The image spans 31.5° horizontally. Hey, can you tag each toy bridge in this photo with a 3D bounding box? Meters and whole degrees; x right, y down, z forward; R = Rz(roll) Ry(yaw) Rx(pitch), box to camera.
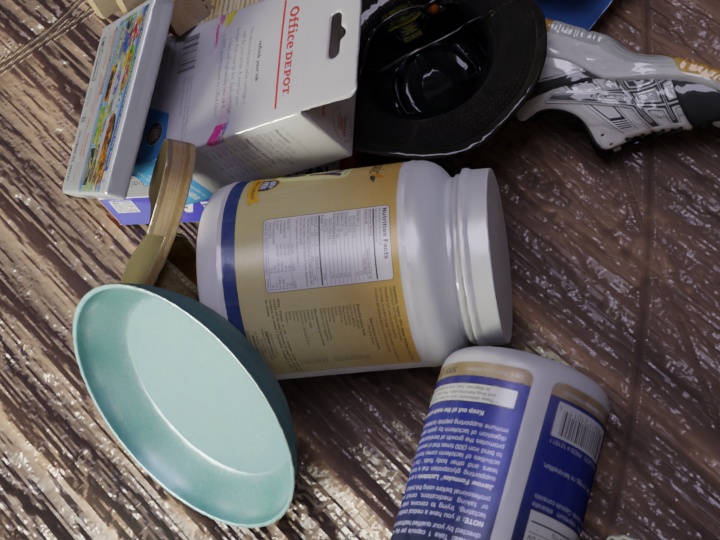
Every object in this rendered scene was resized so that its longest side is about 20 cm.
[{"bbox_3d":[-0.163,-0.225,1.026,0.067,0.027,0.200,-39,29,-14],"label":"toy bridge"}]

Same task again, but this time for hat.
[{"bbox_3d":[0.053,-0.142,0.961,0.200,0.081,0.201,-10,55,15],"label":"hat"}]

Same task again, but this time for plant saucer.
[{"bbox_3d":[-0.113,0.086,0.873,0.200,0.200,0.036,29,47,24],"label":"plant saucer"}]

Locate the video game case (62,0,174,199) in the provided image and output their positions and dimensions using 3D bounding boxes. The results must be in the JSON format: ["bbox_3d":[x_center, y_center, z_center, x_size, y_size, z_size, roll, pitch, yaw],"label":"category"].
[{"bbox_3d":[-0.188,-0.125,0.973,0.018,0.200,0.143,15,88,-21],"label":"video game case"}]

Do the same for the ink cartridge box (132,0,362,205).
[{"bbox_3d":[-0.068,-0.130,0.923,0.200,0.068,0.115,-13,59,30],"label":"ink cartridge box"}]

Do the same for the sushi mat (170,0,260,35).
[{"bbox_3d":[-0.105,-0.244,1.054,0.095,0.012,0.200,-2,61,13],"label":"sushi mat"}]

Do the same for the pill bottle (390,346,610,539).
[{"bbox_3d":[0.082,0.159,0.814,0.116,0.116,0.200,12,69,19],"label":"pill bottle"}]

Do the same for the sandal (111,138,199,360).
[{"bbox_3d":[-0.132,0.002,0.930,0.070,0.212,0.078,11,39,-17],"label":"sandal"}]

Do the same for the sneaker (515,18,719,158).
[{"bbox_3d":[0.208,-0.121,0.946,0.200,0.076,0.088,18,101,12],"label":"sneaker"}]

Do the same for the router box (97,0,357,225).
[{"bbox_3d":[-0.099,-0.130,1.033,0.200,0.049,0.180,-3,65,14],"label":"router box"}]

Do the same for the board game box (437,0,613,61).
[{"bbox_3d":[0.143,-0.246,1.031,0.158,0.039,0.200,37,86,24],"label":"board game box"}]

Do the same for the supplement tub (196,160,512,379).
[{"bbox_3d":[0.000,0.000,0.893,0.200,0.144,0.145,-6,64,12],"label":"supplement tub"}]

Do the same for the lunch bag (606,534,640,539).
[{"bbox_3d":[0.227,0.243,0.709,0.200,0.164,0.118,11,63,20],"label":"lunch bag"}]
